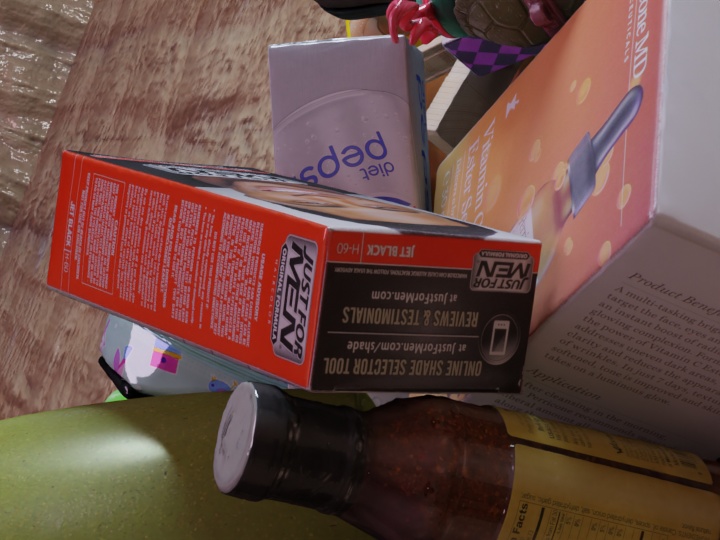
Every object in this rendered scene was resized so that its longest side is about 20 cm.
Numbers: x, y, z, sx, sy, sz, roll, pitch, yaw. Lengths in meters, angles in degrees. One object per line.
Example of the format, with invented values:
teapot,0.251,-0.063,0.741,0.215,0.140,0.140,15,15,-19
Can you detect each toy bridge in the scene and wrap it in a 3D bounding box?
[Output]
toy bridge,0.056,-0.089,1.076,0.199,0.027,0.068,15,73,56

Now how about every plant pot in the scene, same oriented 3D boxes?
plant pot,-0.075,0.127,0.886,0.198,0.188,0.188,-20,31,7

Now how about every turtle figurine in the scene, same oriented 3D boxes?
turtle figurine,0.084,-0.142,0.912,0.199,0.149,0.102,-12,85,36

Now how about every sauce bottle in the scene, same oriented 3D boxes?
sauce bottle,0.045,0.080,0.801,0.066,0.198,0.067,-164,90,-71

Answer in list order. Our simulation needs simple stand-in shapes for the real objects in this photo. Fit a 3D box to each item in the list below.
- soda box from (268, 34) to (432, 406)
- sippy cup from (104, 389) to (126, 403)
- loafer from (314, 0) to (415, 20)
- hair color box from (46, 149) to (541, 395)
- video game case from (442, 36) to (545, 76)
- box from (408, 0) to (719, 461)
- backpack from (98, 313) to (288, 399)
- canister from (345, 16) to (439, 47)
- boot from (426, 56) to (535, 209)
soda box,0.000,0.000,0.973,0.068,0.063,0.202,6,-99,-82
sippy cup,-0.107,0.158,1.165,0.139,0.178,0.131,-32,28,38
loafer,0.023,-0.179,1.185,0.199,0.063,0.073,-11,63,52
hair color box,-0.032,-0.002,0.852,0.199,0.101,0.062,18,102,52
video game case,0.131,-0.201,1.026,0.199,0.036,0.183,-19,49,39
box,0.111,-0.014,0.870,0.200,0.106,0.153,-49,26,50
backpack,-0.027,0.037,1.085,0.128,0.199,0.167,-67,16,4
canister,0.066,-0.212,1.287,0.149,0.086,0.201,-95,29,-53
boot,0.063,-0.053,1.146,0.200,0.076,0.156,-44,29,36
